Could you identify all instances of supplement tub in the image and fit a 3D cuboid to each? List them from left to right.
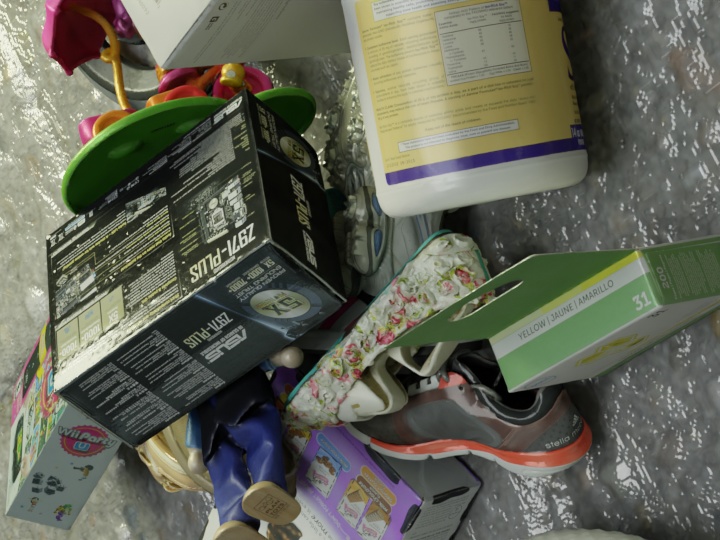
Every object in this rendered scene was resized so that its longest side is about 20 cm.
[{"bbox_3d":[0.066,-0.145,1.425,0.145,0.145,0.202,-9,92,44],"label":"supplement tub"}]

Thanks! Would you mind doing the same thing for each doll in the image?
[{"bbox_3d":[-0.084,0.102,1.496,0.137,0.048,0.201,-52,34,27],"label":"doll"}]

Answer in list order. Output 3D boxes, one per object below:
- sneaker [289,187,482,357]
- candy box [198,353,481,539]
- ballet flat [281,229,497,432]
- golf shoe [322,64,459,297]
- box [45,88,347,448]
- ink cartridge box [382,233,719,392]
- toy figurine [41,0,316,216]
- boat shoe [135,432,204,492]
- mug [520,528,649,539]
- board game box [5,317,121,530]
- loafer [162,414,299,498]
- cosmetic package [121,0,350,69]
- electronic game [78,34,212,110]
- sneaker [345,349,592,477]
[{"bbox_3d":[0.000,0.000,1.566,0.198,0.083,0.122,4,93,28],"label":"sneaker"},{"bbox_3d":[-0.021,0.186,1.624,0.168,0.071,0.201,45,125,29],"label":"candy box"},{"bbox_3d":[0.020,0.057,1.464,0.064,0.075,0.200,52,120,21],"label":"ballet flat"},{"bbox_3d":[0.026,-0.070,1.533,0.078,0.096,0.202,137,139,-58],"label":"golf shoe"},{"bbox_3d":[-0.120,-0.002,1.507,0.199,0.086,0.164,-35,39,19],"label":"box"},{"bbox_3d":[0.133,0.031,1.355,0.145,0.199,0.048,-34,72,42],"label":"ink cartridge box"},{"bbox_3d":[-0.156,-0.161,1.599,0.150,0.199,0.185,88,160,-64],"label":"toy figurine"},{"bbox_3d":[-0.138,0.140,1.701,0.200,0.073,0.070,-135,38,-68],"label":"boat shoe"},{"bbox_3d":[0.148,0.267,1.403,0.175,0.147,0.201,15,74,51],"label":"mug"},{"bbox_3d":[-0.228,0.092,1.758,0.201,0.064,0.148,-57,27,37],"label":"board game box"},{"bbox_3d":[-0.113,0.096,1.595,0.200,0.076,0.068,45,127,26],"label":"loafer"},{"bbox_3d":[-0.070,-0.212,1.505,0.085,0.199,0.108,-46,65,37],"label":"cosmetic package"},{"bbox_3d":[-0.181,-0.220,1.706,0.199,0.042,0.202,20,123,33],"label":"electronic game"},{"bbox_3d":[0.069,0.084,1.501,0.199,0.077,0.082,5,128,32],"label":"sneaker"}]
